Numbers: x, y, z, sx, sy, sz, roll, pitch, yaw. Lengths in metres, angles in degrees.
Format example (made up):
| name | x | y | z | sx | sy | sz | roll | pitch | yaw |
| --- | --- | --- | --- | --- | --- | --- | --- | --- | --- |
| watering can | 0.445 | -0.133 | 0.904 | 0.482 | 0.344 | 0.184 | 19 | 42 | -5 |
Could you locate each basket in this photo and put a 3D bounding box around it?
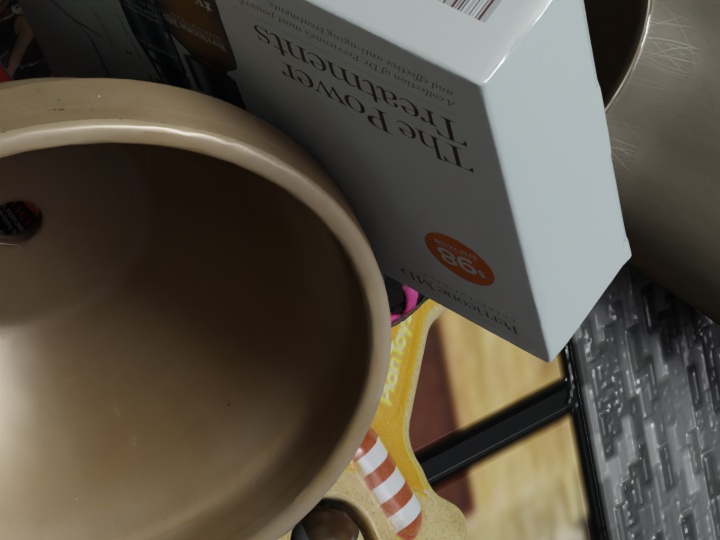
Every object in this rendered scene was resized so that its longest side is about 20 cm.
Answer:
| name | x | y | z | sx | sy | sz | roll | pitch | yaw |
| --- | --- | --- | --- | --- | --- | --- | --- | --- | --- |
| basket | 0.140 | -0.068 | 1.079 | 0.200 | 0.136 | 0.181 | 21 | 82 | -40 |

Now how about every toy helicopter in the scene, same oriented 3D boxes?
| name | x | y | z | sx | sy | sz | roll | pitch | yaw |
| --- | --- | --- | --- | --- | --- | --- | --- | --- | --- |
| toy helicopter | -0.009 | 0.062 | 0.990 | 0.132 | 0.079 | 0.200 | 32 | 59 | -31 |

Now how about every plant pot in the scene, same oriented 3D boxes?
| name | x | y | z | sx | sy | sz | roll | pitch | yaw |
| --- | --- | --- | --- | --- | --- | --- | --- | --- | --- |
| plant pot | -0.097 | 0.010 | 0.815 | 0.200 | 0.093 | 0.201 | -10 | 132 | -11 |

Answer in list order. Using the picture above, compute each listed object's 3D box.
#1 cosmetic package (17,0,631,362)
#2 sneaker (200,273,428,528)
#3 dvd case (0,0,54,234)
| name | x | y | z | sx | sy | sz | roll | pitch | yaw |
| --- | --- | --- | --- | --- | --- | --- | --- | --- | --- |
| cosmetic package | -0.021 | -0.069 | 0.794 | 0.052 | 0.200 | 0.151 | -53 | 153 | -17 |
| sneaker | 0.000 | 0.000 | 0.908 | 0.087 | 0.074 | 0.200 | 13 | 87 | 0 |
| dvd case | -0.100 | -0.088 | 0.914 | 0.200 | 0.022 | 0.146 | -51 | 125 | -29 |
